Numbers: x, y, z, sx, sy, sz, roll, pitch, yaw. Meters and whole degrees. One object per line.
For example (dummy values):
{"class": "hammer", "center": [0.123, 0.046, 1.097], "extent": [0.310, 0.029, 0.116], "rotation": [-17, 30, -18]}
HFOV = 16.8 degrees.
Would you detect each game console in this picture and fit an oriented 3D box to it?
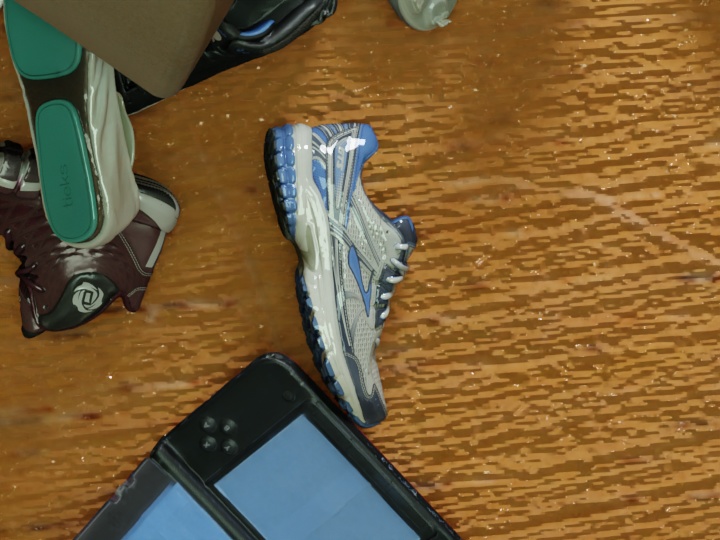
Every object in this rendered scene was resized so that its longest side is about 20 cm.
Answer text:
{"class": "game console", "center": [-0.056, 0.186, 1.540], "extent": [0.172, 0.119, 0.200], "rotation": [-39, 99, 26]}

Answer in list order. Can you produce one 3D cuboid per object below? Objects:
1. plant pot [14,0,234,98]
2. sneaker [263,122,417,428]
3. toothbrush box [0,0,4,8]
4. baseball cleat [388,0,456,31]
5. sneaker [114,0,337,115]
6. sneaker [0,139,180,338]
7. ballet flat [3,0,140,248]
{"class": "plant pot", "center": [-0.119, -0.245, 1.355], "extent": [0.199, 0.177, 0.201], "rotation": [33, 75, -11]}
{"class": "sneaker", "center": [0.000, 0.000, 1.551], "extent": [0.084, 0.077, 0.202], "rotation": [-13, 98, -6]}
{"class": "toothbrush box", "center": [-0.223, -0.278, 1.493], "extent": [0.145, 0.086, 0.201], "rotation": [36, 93, -9]}
{"class": "baseball cleat", "center": [0.014, -0.250, 1.527], "extent": [0.069, 0.106, 0.201], "rotation": [-29, 128, -28]}
{"class": "sneaker", "center": [-0.110, -0.149, 1.504], "extent": [0.199, 0.112, 0.074], "rotation": [-24, 97, -1]}
{"class": "sneaker", "center": [-0.220, -0.019, 1.533], "extent": [0.198, 0.076, 0.116], "rotation": [15, 99, -6]}
{"class": "ballet flat", "center": [-0.170, -0.115, 1.473], "extent": [0.069, 0.069, 0.202], "rotation": [-8, 98, -3]}
